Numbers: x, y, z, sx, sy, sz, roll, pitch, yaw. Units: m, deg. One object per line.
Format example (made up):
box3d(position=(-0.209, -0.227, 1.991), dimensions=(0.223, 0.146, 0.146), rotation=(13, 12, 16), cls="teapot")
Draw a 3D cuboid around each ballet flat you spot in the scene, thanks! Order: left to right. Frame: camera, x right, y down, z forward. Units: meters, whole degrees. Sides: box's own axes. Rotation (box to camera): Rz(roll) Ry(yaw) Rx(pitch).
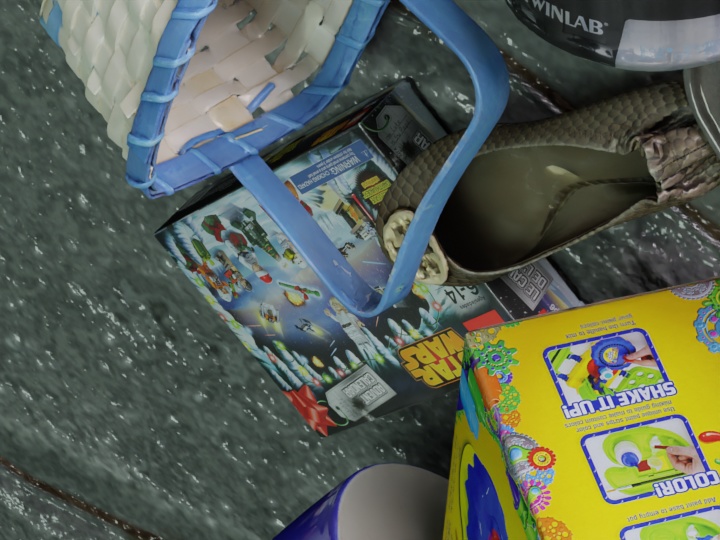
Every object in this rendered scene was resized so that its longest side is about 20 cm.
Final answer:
box3d(position=(0.076, -0.032, 1.192), dimensions=(0.200, 0.046, 0.067), rotation=(-18, 113, 42), cls="ballet flat")

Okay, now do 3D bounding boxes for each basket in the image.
box3d(position=(-0.030, -0.095, 1.174), dimensions=(0.200, 0.139, 0.176), rotation=(52, 145, 17), cls="basket")

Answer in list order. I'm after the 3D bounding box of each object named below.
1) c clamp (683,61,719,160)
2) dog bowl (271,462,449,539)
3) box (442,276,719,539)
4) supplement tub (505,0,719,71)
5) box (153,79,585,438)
box3d(position=(0.216, -0.046, 1.058), dimensions=(0.200, 0.027, 0.171), rotation=(-10, 117, 43), cls="c clamp")
box3d(position=(0.035, 0.194, 1.376), dimensions=(0.200, 0.200, 0.079), rotation=(46, 115, -2), cls="dog bowl")
box3d(position=(0.122, 0.147, 1.223), dimensions=(0.200, 0.122, 0.193), rotation=(93, 161, -49), cls="box")
box3d(position=(0.100, -0.177, 0.966), dimensions=(0.122, 0.123, 0.200), rotation=(26, 143, 27), cls="supplement tub")
box3d(position=(0.000, 0.000, 1.352), dimensions=(0.137, 0.040, 0.200), rotation=(50, 147, -10), cls="box")
